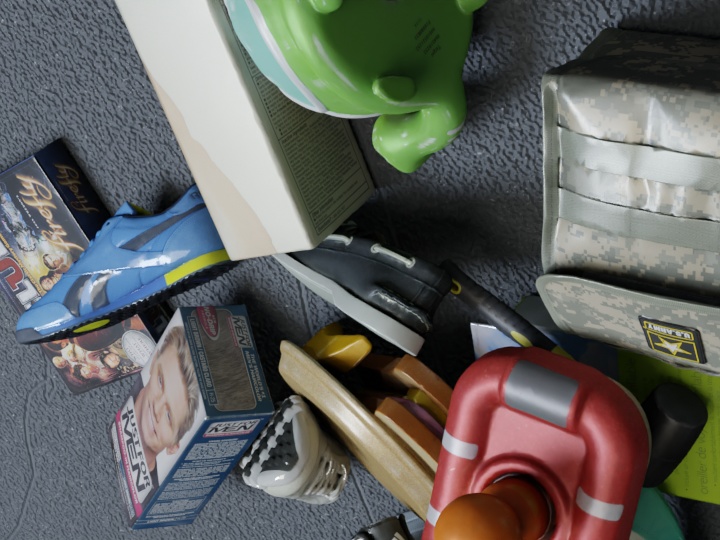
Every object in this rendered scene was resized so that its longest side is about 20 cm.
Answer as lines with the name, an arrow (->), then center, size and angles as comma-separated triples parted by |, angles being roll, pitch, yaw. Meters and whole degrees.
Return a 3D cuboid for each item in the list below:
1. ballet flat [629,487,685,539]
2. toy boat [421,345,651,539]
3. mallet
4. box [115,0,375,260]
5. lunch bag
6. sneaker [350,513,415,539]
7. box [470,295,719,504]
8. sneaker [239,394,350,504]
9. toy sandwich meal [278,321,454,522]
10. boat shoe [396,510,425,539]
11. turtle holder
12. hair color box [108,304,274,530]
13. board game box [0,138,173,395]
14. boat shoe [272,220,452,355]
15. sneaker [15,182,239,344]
ballet flat -> 0.190, 0.200, 0.922 | 0.067, 0.070, 0.200 | -2, 137, 41
toy boat -> 0.089, 0.152, 0.820 | 0.130, 0.131, 0.200 | 19, 108, 30
mallet -> 0.133, 0.052, 0.869 | 0.200, 0.041, 0.066 | 43, 130, 11
box -> -0.074, -0.117, 0.913 | 0.078, 0.095, 0.200 | -8, 113, 37
lunch bag -> 0.193, -0.024, 0.779 | 0.164, 0.118, 0.200 | 13, 122, 29
sneaker -> 0.036, 0.235, 0.955 | 0.200, 0.076, 0.116 | -18, 92, 65
box -> 0.179, 0.086, 0.910 | 0.200, 0.048, 0.122 | 7, 121, 31
sneaker -> -0.042, 0.143, 1.031 | 0.081, 0.075, 0.200 | 34, 175, -2
toy sandwich meal -> 0.022, 0.105, 0.986 | 0.205, 0.070, 0.205 | 44, 171, 9
boat shoe -> 0.030, 0.247, 1.109 | 0.062, 0.072, 0.200 | 38, 143, -16
turtle holder -> 0.001, -0.157, 0.828 | 0.185, 0.141, 0.132 | 26, 164, -38
hair color box -> -0.141, 0.121, 1.092 | 0.200, 0.060, 0.100 | -54, 46, 46
board game box -> -0.247, 0.003, 1.141 | 0.135, 0.035, 0.200 | -21, 106, 40
boat shoe -> 0.000, 0.000, 0.933 | 0.076, 0.060, 0.200 | 35, 178, -35
sneaker -> -0.190, -0.004, 1.058 | 0.200, 0.066, 0.079 | -25, 84, 18
